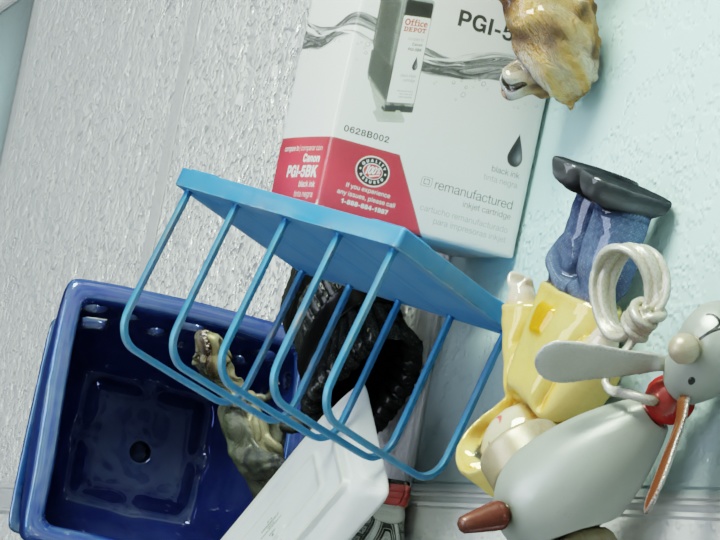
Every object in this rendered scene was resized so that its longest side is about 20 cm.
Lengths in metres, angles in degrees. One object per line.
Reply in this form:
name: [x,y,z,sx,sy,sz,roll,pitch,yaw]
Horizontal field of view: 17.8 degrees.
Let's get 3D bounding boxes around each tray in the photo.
tray: [-0.052,0.171,1.505,0.200,0.022,0.108,-51,31,27]

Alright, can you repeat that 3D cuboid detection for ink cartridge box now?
ink cartridge box: [0.040,-0.120,1.475,0.083,0.146,0.201,4,81,66]

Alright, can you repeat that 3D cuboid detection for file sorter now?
file sorter: [-0.029,0.036,1.434,0.200,0.139,0.123,16,77,43]

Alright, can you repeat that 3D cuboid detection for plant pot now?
plant pot: [-0.160,0.131,1.753,0.180,0.199,0.201,156,126,-71]

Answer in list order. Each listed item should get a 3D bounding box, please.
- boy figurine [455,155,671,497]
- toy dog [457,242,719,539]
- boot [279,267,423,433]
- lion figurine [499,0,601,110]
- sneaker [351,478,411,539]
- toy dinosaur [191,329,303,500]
boy figurine: [0.110,0.037,1.324,0.124,0.064,0.201,41,113,60]
toy dog: [0.118,0.089,1.206,0.132,0.096,0.201,38,119,38]
boot: [0.002,0.001,1.577,0.158,0.079,0.212,-107,26,-63]
lion figurine: [0.098,-0.204,1.410,0.072,0.122,0.201,-16,65,22]
sneaker: [-0.035,0.199,1.556,0.200,0.078,0.082,141,137,-56]
toy dinosaur: [-0.060,0.132,1.656,0.088,0.047,0.201,-16,88,23]
